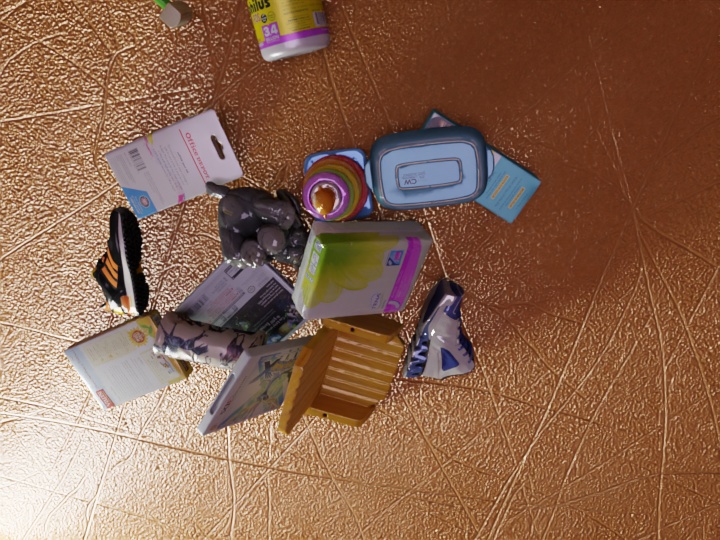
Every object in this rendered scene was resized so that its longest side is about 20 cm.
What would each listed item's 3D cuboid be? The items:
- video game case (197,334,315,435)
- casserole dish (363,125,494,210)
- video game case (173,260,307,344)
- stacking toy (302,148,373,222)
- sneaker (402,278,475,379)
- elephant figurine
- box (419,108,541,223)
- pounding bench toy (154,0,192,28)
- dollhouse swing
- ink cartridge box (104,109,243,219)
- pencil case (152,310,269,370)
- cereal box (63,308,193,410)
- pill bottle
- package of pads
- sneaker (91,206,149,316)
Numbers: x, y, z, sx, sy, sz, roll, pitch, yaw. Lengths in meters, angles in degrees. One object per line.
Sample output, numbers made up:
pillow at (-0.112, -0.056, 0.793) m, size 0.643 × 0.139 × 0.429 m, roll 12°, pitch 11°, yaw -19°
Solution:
video game case at (-0.169, 0.195, 0.981) m, size 0.022 × 0.200 × 0.183 m, roll 43°, pitch 112°, yaw 23°
casserole dish at (0.102, -0.149, 0.846) m, size 0.199 × 0.039 × 0.122 m, roll -5°, pitch 111°, yaw 9°
video game case at (-0.209, 0.073, 1.022) m, size 0.200 × 0.023 × 0.182 m, roll -42°, pitch 102°, yaw 17°
stacking toy at (-0.046, -0.113, 0.837) m, size 0.109 × 0.200 × 0.117 m, roll -7°, pitch 106°, yaw 7°
sneaker at (0.156, 0.115, 0.982) m, size 0.114 × 0.081 × 0.200 m, roll 16°, pitch 119°, yaw -5°
elephant figurine at (-0.137, -0.059, 0.919) m, size 0.141 × 0.200 × 0.156 m, roll -2°, pitch 88°, yaw 22°
box at (0.176, -0.163, 0.881) m, size 0.199 × 0.049 × 0.083 m, roll 30°, pitch 111°, yaw -7°
pounding bench toy at (-0.302, -0.456, 0.770) m, size 0.155 × 0.124 × 0.201 m, roll 16°, pitch 112°, yaw -1°
dollhouse swing at (-0.028, 0.193, 0.967) m, size 0.181 × 0.176 × 0.201 m, roll 17°, pitch 111°, yaw -3°
ink cartridge box at (-0.290, -0.176, 0.907) m, size 0.199 × 0.068 × 0.116 m, roll -18°, pitch 109°, yaw 12°
pencil case at (-0.264, 0.127, 0.989) m, size 0.199 × 0.089 × 0.078 m, roll 12°, pitch 102°, yaw 3°
cereal box at (-0.441, 0.172, 1.070) m, size 0.199 × 0.040 × 0.145 m, roll -21°, pitch 108°, yaw 13°
pill bottle at (-0.113, -0.406, 0.784) m, size 0.104 × 0.104 × 0.201 m, roll -11°, pitch 109°, yaw 9°
package of pads at (0.000, 0.000, 0.892) m, size 0.199 × 0.068 × 0.155 m, roll -2°, pitch 130°, yaw -29°
sneaker at (-0.432, -0.012, 0.982) m, size 0.089 × 0.070 × 0.201 m, roll 1°, pitch 113°, yaw 1°
